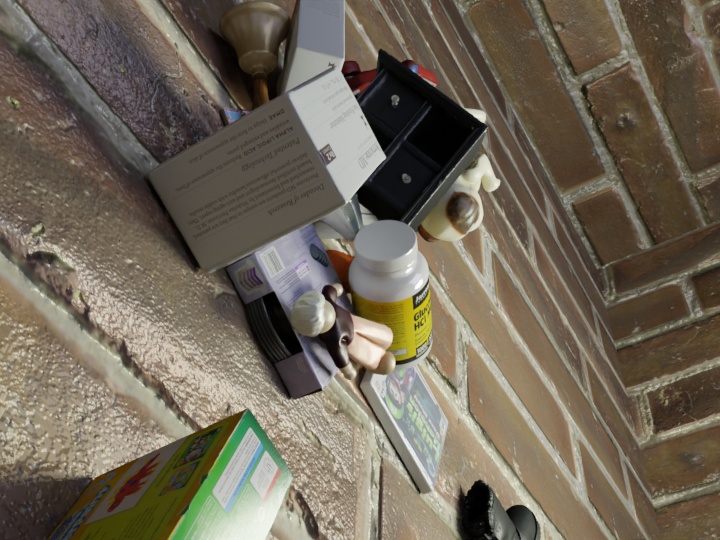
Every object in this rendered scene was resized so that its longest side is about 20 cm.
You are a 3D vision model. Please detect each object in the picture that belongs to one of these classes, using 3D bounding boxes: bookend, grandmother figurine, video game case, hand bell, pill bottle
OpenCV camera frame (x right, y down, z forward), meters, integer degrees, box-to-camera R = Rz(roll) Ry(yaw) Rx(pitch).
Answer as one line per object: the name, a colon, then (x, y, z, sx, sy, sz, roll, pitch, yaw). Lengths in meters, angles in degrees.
bookend: (0.045, -0.178, 1.225, 0.199, 0.199, 0.092, 38, -15, 9)
grandmother figurine: (-0.022, 0.070, 1.031, 0.200, 0.060, 0.122, 32, 33, -58)
video game case: (0.073, 0.207, 1.287, 0.201, 0.023, 0.182, 61, 23, -15)
hand bell: (-0.138, -0.258, 1.166, 0.104, 0.103, 0.202, 29, 48, -57)
pill bottle: (0.042, 0.035, 1.173, 0.113, 0.111, 0.201, -86, 172, -48)

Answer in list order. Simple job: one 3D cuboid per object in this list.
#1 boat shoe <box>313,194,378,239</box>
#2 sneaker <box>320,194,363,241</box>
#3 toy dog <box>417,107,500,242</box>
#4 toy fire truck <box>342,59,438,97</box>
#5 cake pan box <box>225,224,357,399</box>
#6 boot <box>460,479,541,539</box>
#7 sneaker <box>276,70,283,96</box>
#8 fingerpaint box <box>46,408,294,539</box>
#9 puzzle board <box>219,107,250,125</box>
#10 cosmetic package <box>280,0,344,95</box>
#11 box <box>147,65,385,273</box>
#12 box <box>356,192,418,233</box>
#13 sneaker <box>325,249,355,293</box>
boat shoe: (-0.029, -0.092, 1.279, 0.200, 0.072, 0.066, -2, 66, -65)
sneaker: (-0.069, -0.112, 1.143, 0.201, 0.080, 0.071, 49, 29, -26)
toy dog: (0.134, -0.146, 1.327, 0.193, 0.139, 0.202, 8, 62, -44)
toy fire truck: (0.041, -0.336, 1.542, 0.200, 0.167, 0.113, -1, 69, -67)
cake pan box: (-0.075, 0.043, 1.071, 0.186, 0.052, 0.200, 62, 22, -8)
boot: (0.230, 0.416, 1.391, 0.163, 0.073, 0.199, 56, 25, -17)
sneaker: (-0.069, -0.266, 1.311, 0.111, 0.077, 0.201, 38, 29, -26)
fingerpaint box: (-0.154, 0.204, 0.579, 0.074, 0.166, 0.200, 58, 23, -14)
puzzle board: (-0.119, -0.156, 1.205, 0.200, 0.017, 0.152, -14, 81, -67)
cosmetic package: (-0.069, -0.324, 1.217, 0.070, 0.102, 0.201, 12, 42, -13)
box: (-0.100, -0.121, 0.970, 0.132, 0.198, 0.199, 61, 23, -13)
box: (0.036, -0.148, 1.424, 0.202, 0.114, 0.132, 66, 25, -2)
sneaker: (0.000, 0.000, 1.250, 0.199, 0.077, 0.074, 12, 60, -62)
